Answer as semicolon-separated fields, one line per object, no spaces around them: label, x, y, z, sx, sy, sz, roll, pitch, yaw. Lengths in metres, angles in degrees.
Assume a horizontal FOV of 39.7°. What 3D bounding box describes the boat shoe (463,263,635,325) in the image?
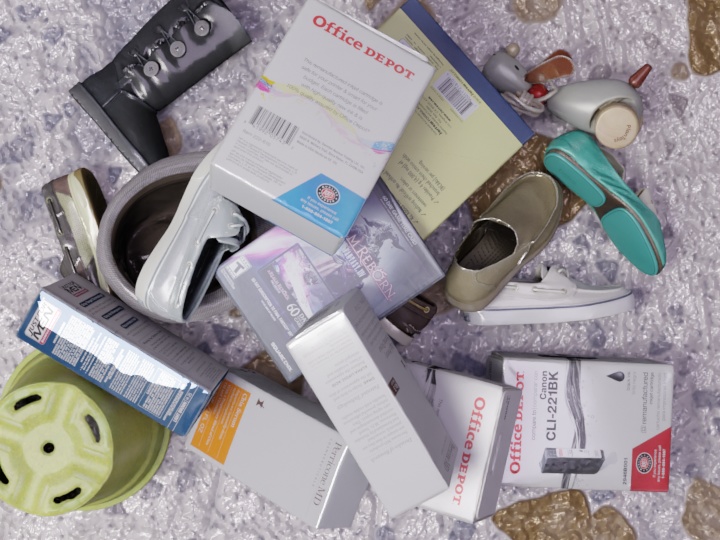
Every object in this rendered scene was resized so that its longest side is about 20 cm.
boat shoe;0.216;0.024;1.150;0.198;0.072;0.066;-3;94;5

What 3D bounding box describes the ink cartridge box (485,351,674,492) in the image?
ink cartridge box;0.246;0.171;1.141;0.198;0.084;0.146;3;89;-3

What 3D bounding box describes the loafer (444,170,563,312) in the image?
loafer;0.165;-0.041;1.119;0.075;0.068;0.200;29;66;21

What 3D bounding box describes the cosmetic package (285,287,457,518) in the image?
cosmetic package;0.015;0.127;0.980;0.074;0.102;0.201;-32;95;15

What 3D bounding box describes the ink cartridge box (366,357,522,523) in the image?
ink cartridge box;0.061;0.174;1.089;0.198;0.084;0.146;13;89;25

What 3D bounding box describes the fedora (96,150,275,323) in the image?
fedora;-0.185;-0.032;1.092;0.199;0.090;0.178;-28;85;-8

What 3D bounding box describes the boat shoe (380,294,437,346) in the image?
boat shoe;0.000;0.000;1.130;0.200;0.072;0.060;43;97;-7

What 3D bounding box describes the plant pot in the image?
plant pot;-0.311;0.174;1.054;0.198;0.184;0.202;0;90;-3

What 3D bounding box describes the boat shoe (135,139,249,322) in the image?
boat shoe;-0.149;-0.039;1.009;0.071;0.070;0.202;27;85;18

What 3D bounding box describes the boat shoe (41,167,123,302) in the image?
boat shoe;-0.304;-0.011;1.117;0.065;0.072;0.203;-15;93;9

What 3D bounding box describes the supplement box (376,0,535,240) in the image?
supplement box;0.043;-0.147;1.104;0.200;0.134;0.200;-43;93;-3

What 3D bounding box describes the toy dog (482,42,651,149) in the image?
toy dog;0.248;-0.215;1.133;0.198;0.132;0.097;19;111;-13

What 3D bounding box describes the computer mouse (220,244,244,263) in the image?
computer mouse;-0.109;0.006;1.150;0.199;0.034;0.059;27;86;3

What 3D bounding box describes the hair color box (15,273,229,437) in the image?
hair color box;-0.243;0.085;1.036;0.199;0.100;0.061;32;99;-1

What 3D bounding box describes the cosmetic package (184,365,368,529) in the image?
cosmetic package;-0.085;0.187;1.073;0.199;0.071;0.102;22;92;33

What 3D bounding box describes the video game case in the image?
video game case;-0.033;0.002;1.033;0.199;0.019;0.143;-34;94;5

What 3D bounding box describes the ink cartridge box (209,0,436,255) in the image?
ink cartridge box;-0.037;-0.140;0.970;0.144;0.085;0.201;29;76;-2

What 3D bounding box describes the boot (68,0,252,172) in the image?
boot;-0.202;-0.206;1.129;0.200;0.066;0.165;-41;94;-7

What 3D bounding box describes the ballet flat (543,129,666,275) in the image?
ballet flat;0.299;-0.087;1.158;0.200;0.067;0.070;47;69;-4
